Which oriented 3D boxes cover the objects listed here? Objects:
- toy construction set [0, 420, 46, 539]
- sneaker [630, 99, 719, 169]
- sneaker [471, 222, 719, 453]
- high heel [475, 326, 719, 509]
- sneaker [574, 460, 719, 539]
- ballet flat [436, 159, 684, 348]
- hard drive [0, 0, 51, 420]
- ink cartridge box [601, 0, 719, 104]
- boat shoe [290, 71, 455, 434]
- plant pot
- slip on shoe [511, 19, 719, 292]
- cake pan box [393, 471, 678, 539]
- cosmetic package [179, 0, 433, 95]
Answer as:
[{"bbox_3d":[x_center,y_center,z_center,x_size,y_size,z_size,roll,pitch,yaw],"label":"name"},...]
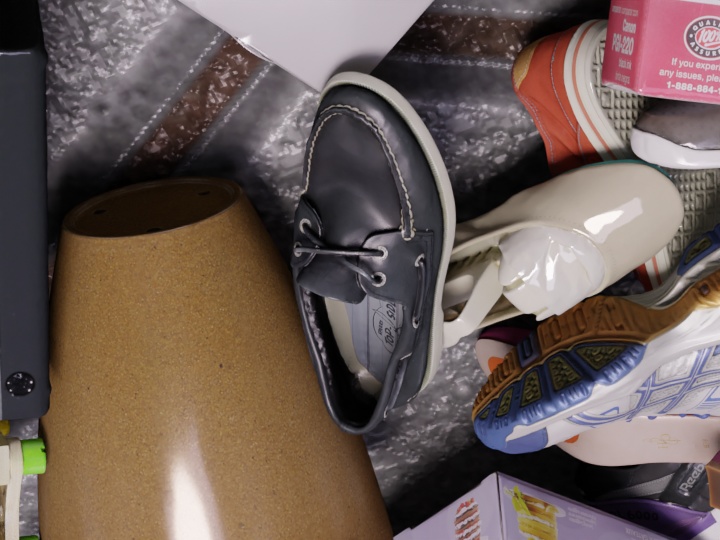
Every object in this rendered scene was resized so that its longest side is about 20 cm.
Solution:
[{"bbox_3d":[-0.217,0.102,1.264,0.092,0.200,0.132,-10,108,-31],"label":"toy construction set"},{"bbox_3d":[0.215,-0.111,1.172,0.199,0.077,0.082,-22,110,-11],"label":"sneaker"},{"bbox_3d":[0.153,0.050,1.202,0.199,0.075,0.088,-29,121,16],"label":"sneaker"},{"bbox_3d":[0.160,0.060,1.282,0.199,0.096,0.068,28,144,27],"label":"high heel"},{"bbox_3d":[0.202,0.081,1.305,0.200,0.076,0.088,-39,110,23],"label":"sneaker"},{"bbox_3d":[0.074,0.002,1.211,0.200,0.070,0.069,-21,125,44],"label":"ballet flat"},{"bbox_3d":[-0.170,-0.050,1.171,0.033,0.140,0.201,-3,123,-11],"label":"hard drive"},{"bbox_3d":[0.195,-0.171,1.084,0.145,0.085,0.201,6,96,-5],"label":"ink cartridge box"},{"bbox_3d":[-0.002,-0.001,1.162,0.074,0.066,0.200,22,139,20],"label":"boat shoe"},{"bbox_3d":[-0.090,0.062,1.241,0.185,0.187,0.201,-8,110,5],"label":"plant pot"},{"bbox_3d":[0.136,-0.045,1.231,0.061,0.074,0.200,3,139,40],"label":"slip on shoe"},{"bbox_3d":[0.082,0.194,1.327,0.184,0.053,0.200,25,136,-30],"label":"cake pan box"},{"bbox_3d":[0.009,-0.188,1.115,0.107,0.085,0.200,34,119,-21],"label":"cosmetic package"}]
